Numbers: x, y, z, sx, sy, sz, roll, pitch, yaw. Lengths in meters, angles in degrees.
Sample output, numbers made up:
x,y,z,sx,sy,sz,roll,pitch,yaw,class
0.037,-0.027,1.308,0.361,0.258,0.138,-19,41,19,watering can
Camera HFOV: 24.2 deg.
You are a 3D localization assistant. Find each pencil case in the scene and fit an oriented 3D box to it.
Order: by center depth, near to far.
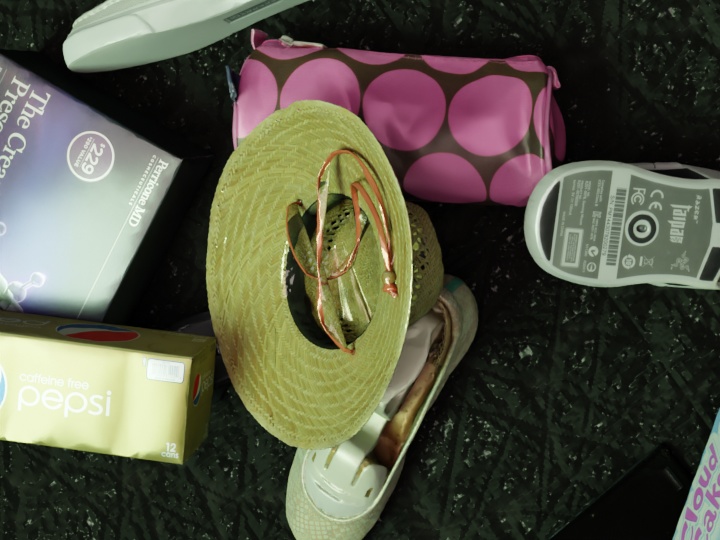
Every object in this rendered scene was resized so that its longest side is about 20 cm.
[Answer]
x,y,z,sx,sy,sz,roll,pitch,yaw,class
0.023,-0.089,0.991,0.198,0.091,0.095,6,83,10,pencil case

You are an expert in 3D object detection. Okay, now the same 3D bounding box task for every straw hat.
x,y,z,sx,sy,sz,roll,pitch,yaw,class
0.000,0.000,0.952,0.200,0.085,0.203,9,102,51,straw hat

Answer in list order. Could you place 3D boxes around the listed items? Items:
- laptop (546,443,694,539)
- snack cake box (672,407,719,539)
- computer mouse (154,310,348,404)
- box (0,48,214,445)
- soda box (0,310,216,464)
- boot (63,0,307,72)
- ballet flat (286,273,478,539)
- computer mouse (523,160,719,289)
x,y,z,sx,sy,sz,roll,pitch,yaw,class
0.154,0.246,1.023,0.199,0.116,0.188,-37,86,-16,laptop
0.261,0.106,0.940,0.114,0.067,0.202,16,99,-12,snack cake box
-0.072,0.043,1.046,0.199,0.034,0.059,-24,88,13,computer mouse
-0.202,-0.016,1.048,0.140,0.079,0.201,29,100,4,box
-0.189,0.063,0.980,0.198,0.068,0.065,8,99,6,soda box
-0.098,-0.195,1.022,0.198,0.074,0.096,-20,84,5,boot
0.004,0.090,1.018,0.067,0.062,0.201,28,100,9,ballet flat
0.186,-0.027,0.957,0.198,0.044,0.111,6,102,-10,computer mouse
